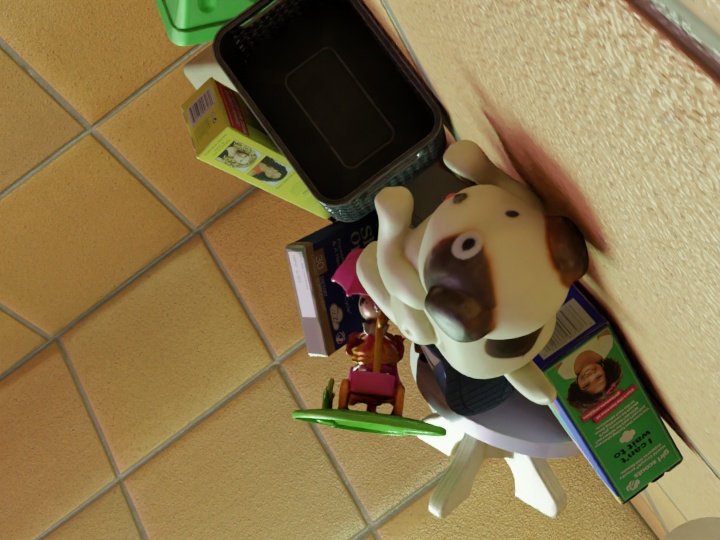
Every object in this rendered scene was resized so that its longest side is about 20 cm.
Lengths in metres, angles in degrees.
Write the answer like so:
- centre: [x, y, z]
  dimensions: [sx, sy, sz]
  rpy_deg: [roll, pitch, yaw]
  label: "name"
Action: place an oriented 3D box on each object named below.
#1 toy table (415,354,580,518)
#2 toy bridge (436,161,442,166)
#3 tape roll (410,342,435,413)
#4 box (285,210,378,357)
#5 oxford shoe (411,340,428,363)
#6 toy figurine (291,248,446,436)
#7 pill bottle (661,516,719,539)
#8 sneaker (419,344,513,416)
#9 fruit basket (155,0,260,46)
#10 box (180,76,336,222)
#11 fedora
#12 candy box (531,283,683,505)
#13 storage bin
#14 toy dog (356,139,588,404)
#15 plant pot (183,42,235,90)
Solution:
- centre: [0.140, 0.168, 1.116]
  dimensions: [0.200, 0.183, 0.117]
  rpy_deg: [37, 135, 41]
  label: "toy table"
- centre: [0.115, -0.048, 1.282]
  dimensions: [0.067, 0.027, 0.201]
  rpy_deg: [-56, -56, -78]
  label: "toy bridge"
- centre: [0.181, 0.139, 1.510]
  dimensions: [0.203, 0.202, 0.139]
  rpy_deg: [53, -178, -23]
  label: "tape roll"
- centre: [0.000, 0.000, 1.174]
  dimensions: [0.200, 0.032, 0.122]
  rpy_deg: [-31, -66, -51]
  label: "box"
- centre: [0.075, 0.053, 1.119]
  dimensions: [0.071, 0.071, 0.200]
  rpy_deg: [42, -174, -42]
  label: "oxford shoe"
- centre: [0.020, 0.067, 1.075]
  dimensions: [0.200, 0.150, 0.185]
  rpy_deg: [79, -163, -78]
  label: "toy figurine"
- centre: [0.328, 0.306, 0.914]
  dimensions: [0.200, 0.109, 0.110]
  rpy_deg: [53, -178, -27]
  label: "pill bottle"
- centre: [0.084, 0.054, 0.978]
  dimensions: [0.200, 0.074, 0.082]
  rpy_deg: [62, -178, -40]
  label: "sneaker"
- centre: [-0.155, -0.323, 1.159]
  dimensions: [0.216, 0.155, 0.216]
  rpy_deg: [164, 90, -76]
  label: "fruit basket"
- centre: [-0.086, -0.117, 1.083]
  dimensions: [0.200, 0.050, 0.075]
  rpy_deg: [24, -145, -45]
  label: "box"
- centre: [0.098, -0.038, 1.120]
  dimensions: [0.200, 0.090, 0.177]
  rpy_deg: [47, -178, 12]
  label: "fedora"
- centre: [0.187, 0.082, 0.959]
  dimensions: [0.200, 0.077, 0.169]
  rpy_deg: [52, -176, -35]
  label: "candy box"
- centre: [-0.026, -0.161, 0.990]
  dimensions: [0.200, 0.135, 0.094]
  rpy_deg: [54, -178, 8]
  label: "storage bin"
- centre: [0.081, 0.008, 0.760]
  dimensions: [0.200, 0.139, 0.195]
  rpy_deg: [96, 154, -79]
  label: "toy dog"
- centre: [-0.097, -0.262, 1.470]
  dimensions: [0.200, 0.200, 0.177]
  rpy_deg: [53, 171, -13]
  label: "plant pot"
